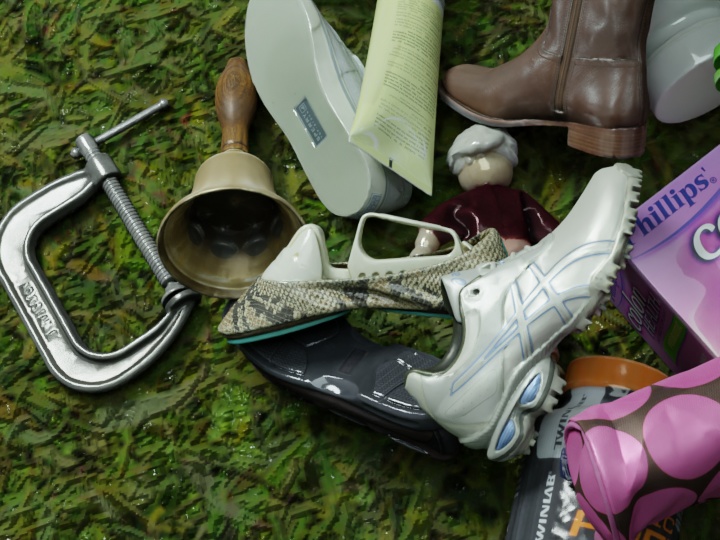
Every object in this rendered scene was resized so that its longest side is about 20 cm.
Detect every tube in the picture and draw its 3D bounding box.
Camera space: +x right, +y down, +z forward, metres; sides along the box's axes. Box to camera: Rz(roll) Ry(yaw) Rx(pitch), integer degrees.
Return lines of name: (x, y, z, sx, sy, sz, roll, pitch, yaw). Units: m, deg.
tube: (0.030, -0.150, 1.037, 0.057, 0.052, 0.202, 4, 54, 4)

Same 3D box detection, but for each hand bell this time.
hand bell: (-0.090, -0.088, 1.029, 0.103, 0.105, 0.201, -7, 46, 4)

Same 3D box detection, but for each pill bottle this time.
pill bottle: (0.145, 0.157, 0.890, 0.105, 0.106, 0.202, 10, 69, 11)
pill bottle: (0.202, -0.210, 1.032, 0.111, 0.112, 0.201, -24, 66, -3)

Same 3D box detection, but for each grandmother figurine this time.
grandmother figurine: (0.092, -0.014, 0.998, 0.120, 0.061, 0.202, 5, 63, -17)

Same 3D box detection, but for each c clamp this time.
c clamp: (-0.182, -0.016, 1.046, 0.170, 0.027, 0.201, -27, 66, -4)

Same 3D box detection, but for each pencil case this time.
pencil case: (0.214, 0.093, 0.811, 0.198, 0.094, 0.091, -19, 24, -5)

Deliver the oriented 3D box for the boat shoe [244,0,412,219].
boat shoe: (-0.022, -0.125, 1.053, 0.070, 0.071, 0.202, -37, 67, 33)

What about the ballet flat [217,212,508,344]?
ballet flat: (0.000, 0.000, 0.938, 0.198, 0.068, 0.076, -6, 104, 8)

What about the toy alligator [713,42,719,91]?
toy alligator: (0.263, -0.088, 0.896, 0.054, 0.059, 0.202, -16, 66, 1)

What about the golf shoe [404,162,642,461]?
golf shoe: (0.100, 0.012, 0.874, 0.097, 0.078, 0.201, 29, 84, 3)

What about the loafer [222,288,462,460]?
loafer: (-0.014, 0.073, 0.968, 0.199, 0.063, 0.072, 23, 52, 33)

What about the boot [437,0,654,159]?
boot: (0.132, -0.195, 0.979, 0.185, 0.202, 0.064, 20, 30, 37)

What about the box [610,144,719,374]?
box: (0.286, 0.013, 0.937, 0.175, 0.097, 0.200, -36, 67, -8)
